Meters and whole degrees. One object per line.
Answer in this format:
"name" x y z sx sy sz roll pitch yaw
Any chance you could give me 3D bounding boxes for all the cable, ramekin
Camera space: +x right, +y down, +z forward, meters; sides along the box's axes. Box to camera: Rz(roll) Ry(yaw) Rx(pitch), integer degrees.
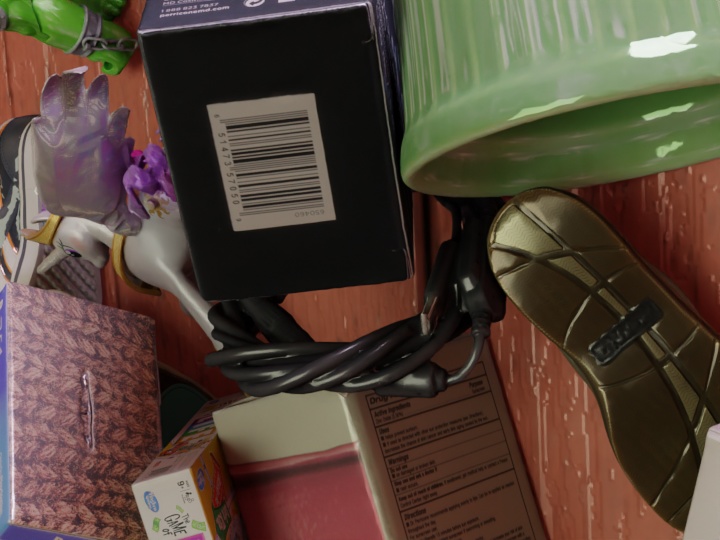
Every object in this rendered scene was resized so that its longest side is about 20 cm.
"cable" 0.000 0.000 0.848 0.163 0.200 0.051 -13 127 15
"ramekin" 0.109 -0.103 0.721 0.200 0.200 0.098 -16 80 42

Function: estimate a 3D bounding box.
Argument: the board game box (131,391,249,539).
"board game box" -0.072 0.154 0.919 0.034 0.200 0.135 -17 96 8

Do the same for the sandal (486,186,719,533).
"sandal" 0.138 0.040 0.800 0.080 0.054 0.200 -38 93 11

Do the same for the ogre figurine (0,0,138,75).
"ogre figurine" -0.227 -0.217 1.040 0.098 0.120 0.200 -9 92 42

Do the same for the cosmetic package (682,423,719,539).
"cosmetic package" 0.197 0.167 0.749 0.085 0.108 0.200 24 114 36

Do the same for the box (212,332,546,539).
"box" 0.021 0.149 0.884 0.109 0.128 0.200 -21 83 42

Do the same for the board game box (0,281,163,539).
"board game box" -0.204 0.135 0.947 0.200 0.097 0.160 -47 40 37

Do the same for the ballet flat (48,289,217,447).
"ballet flat" -0.142 0.088 1.052 0.200 0.069 0.069 45 127 0

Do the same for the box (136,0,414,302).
"box" -0.034 -0.104 0.803 0.107 0.200 0.149 -7 125 5

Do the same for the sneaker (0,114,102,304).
"sneaker" -0.229 -0.008 1.109 0.079 0.078 0.200 1 88 36

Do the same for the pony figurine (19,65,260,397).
"pony figurine" -0.120 -0.043 0.975 0.200 0.167 0.193 28 124 18
